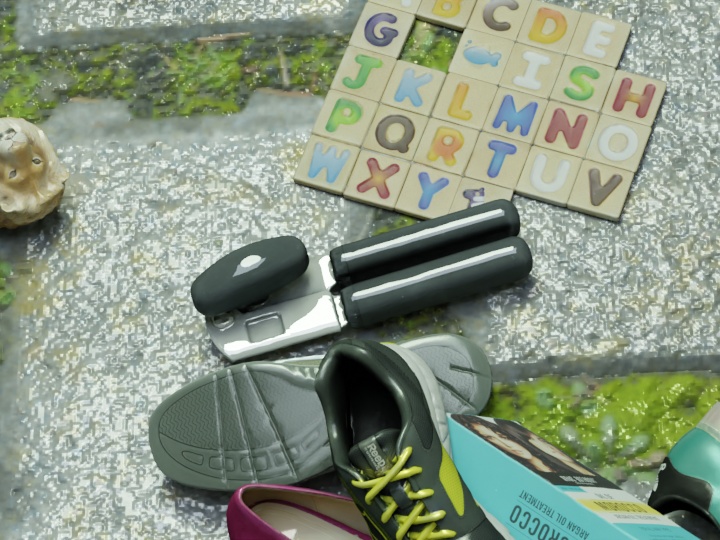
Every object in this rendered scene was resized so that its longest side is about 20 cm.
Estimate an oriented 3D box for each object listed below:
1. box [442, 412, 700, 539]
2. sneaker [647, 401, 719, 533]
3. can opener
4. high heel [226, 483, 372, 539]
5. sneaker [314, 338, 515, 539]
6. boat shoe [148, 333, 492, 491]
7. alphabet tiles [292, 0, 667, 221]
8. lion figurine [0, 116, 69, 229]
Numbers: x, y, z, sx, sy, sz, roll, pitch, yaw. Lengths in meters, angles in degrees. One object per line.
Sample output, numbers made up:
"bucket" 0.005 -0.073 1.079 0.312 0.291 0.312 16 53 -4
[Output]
"box" 0.128 0.147 1.542 0.200 0.082 0.049 32 102 33
"sneaker" 0.245 0.164 1.563 0.200 0.071 0.080 41 85 23
"can opener" 0.000 0.000 1.667 0.199 0.067 0.054 -17 63 1
"high heel" 0.025 0.155 1.568 0.199 0.096 0.068 12 64 12
"sneaker" 0.024 0.124 1.508 0.074 0.085 0.201 -33 66 14
"boat shoe" -0.021 0.083 1.637 0.201 0.065 0.075 -16 81 4
"alphabet tiles" 0.079 -0.099 1.746 0.199 0.008 0.168 16 65 14
"lion figurine" -0.281 -0.038 1.723 0.200 0.072 0.123 -38 78 2
